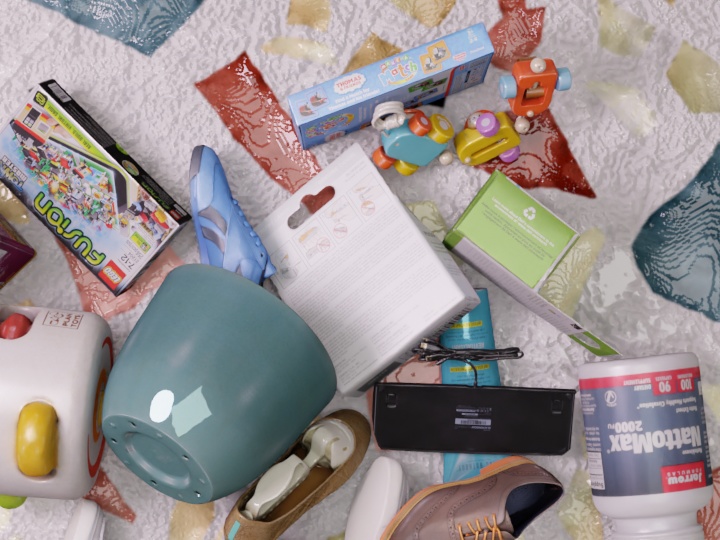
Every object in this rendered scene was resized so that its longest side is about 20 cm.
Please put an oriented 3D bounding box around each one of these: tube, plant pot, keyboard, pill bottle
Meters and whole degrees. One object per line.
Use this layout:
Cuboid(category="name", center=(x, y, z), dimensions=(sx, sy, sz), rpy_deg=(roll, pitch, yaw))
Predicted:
Cuboid(category="tube", center=(0.112, 0.118, 1.719), dimensions=(0.077, 0.050, 0.201), rpy_deg=(-6, 92, 7))
Cuboid(category="plant pot", center=(-0.148, 0.120, 1.610), dimensions=(0.200, 0.201, 0.161), rpy_deg=(36, 58, 2))
Cuboid(category="keyboard", center=(0.112, 0.123, 1.683), dimensions=(0.199, 0.021, 0.127), rpy_deg=(2, 115, -2))
Cuboid(category="pill bottle", center=(0.283, 0.185, 1.676), dimensions=(0.119, 0.120, 0.201), rpy_deg=(-7, 87, -1))

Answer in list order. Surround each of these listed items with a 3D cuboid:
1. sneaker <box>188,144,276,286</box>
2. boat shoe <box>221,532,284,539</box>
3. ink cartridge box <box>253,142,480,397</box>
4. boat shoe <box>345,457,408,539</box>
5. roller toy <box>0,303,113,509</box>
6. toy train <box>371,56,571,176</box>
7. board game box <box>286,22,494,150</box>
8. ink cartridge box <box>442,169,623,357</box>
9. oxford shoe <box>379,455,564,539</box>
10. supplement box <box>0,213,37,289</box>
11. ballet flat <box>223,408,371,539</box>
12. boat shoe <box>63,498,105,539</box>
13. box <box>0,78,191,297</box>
Cuboid(category="sneaker", center=(-0.125, -0.029, 1.710), dimensions=(0.078, 0.066, 0.201), rpy_deg=(-9, 91, 6))
Cuboid(category="boat shoe", center=(-0.063, 0.299, 1.638), dimensions=(0.074, 0.200, 0.067), rpy_deg=(-44, 130, -38))
Cuboid(category="ink cartridge box", center=(0.000, 0.000, 1.710), dimensions=(0.162, 0.057, 0.200), rpy_deg=(-39, 66, 15))
Cuboid(category="boat shoe", center=(0.028, 0.288, 1.691), dimensions=(0.068, 0.072, 0.200), rpy_deg=(12, 77, -27))
Cuboid(category="roller toy", center=(-0.306, 0.125, 1.641), dimensions=(0.139, 0.200, 0.183), rpy_deg=(5, 67, 0))
Cuboid(category="toy train", center=(0.102, -0.162, 1.690), dimensions=(0.200, 0.150, 0.056), rpy_deg=(-11, 57, -7))
Cuboid(category="board game box", center=(0.028, -0.178, 1.680), dimensions=(0.200, 0.151, 0.037), rpy_deg=(-22, 86, -2))
Cuboid(category="ink cartridge box", center=(0.184, -0.002, 1.673), dimensions=(0.200, 0.148, 0.076), rpy_deg=(36, 86, 1))
Cuboid(category="oxford shoe", center=(0.106, 0.240, 1.651), dimensions=(0.200, 0.073, 0.071), rpy_deg=(-28, 109, -22))
Cuboid(category="supplement box", center=(-0.405, -0.034, 1.645), dimensions=(0.103, 0.200, 0.131), rpy_deg=(-43, 87, -3))
Cuboid(category="ballet flat", center=(-0.057, 0.192, 1.658), dimensions=(0.068, 0.072, 0.200), rpy_deg=(39, 59, 21))
Cuboid(category="boat shoe", center=(-0.270, 0.329, 1.691), dimensions=(0.068, 0.072, 0.200), rpy_deg=(11, 82, -16))
Cuboid(category="box", center=(-0.275, -0.082, 1.710), dimensions=(0.200, 0.035, 0.110), rpy_deg=(44, 113, 3))
